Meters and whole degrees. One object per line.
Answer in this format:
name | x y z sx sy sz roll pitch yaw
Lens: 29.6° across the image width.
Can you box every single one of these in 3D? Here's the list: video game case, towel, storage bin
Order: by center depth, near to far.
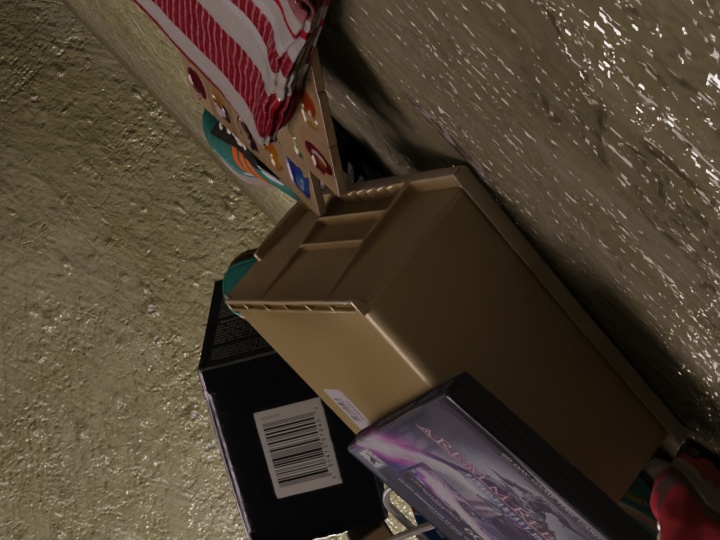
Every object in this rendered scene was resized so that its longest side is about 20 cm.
towel | -0.078 -0.145 0.657 0.144 0.023 0.200 47 163 4
video game case | 0.072 0.121 0.705 0.143 0.019 0.200 41 161 -1
storage bin | 0.043 0.052 0.778 0.200 0.094 0.198 47 160 -19

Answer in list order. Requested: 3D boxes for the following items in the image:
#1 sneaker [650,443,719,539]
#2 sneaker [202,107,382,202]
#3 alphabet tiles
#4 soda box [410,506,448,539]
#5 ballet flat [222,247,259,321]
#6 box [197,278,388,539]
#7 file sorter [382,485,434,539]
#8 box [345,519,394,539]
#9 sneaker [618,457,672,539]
sneaker | 0.179 0.151 0.720 0.074 0.087 0.200 47 177 -2
sneaker | -0.056 -0.095 0.980 0.199 0.072 0.080 33 168 40
alphabet tiles | -0.068 -0.127 0.760 0.200 0.007 0.169 43 154 44
soda box | 0.071 0.181 1.102 0.068 0.063 0.201 68 180 -46
ballet flat | 0.000 0.000 0.922 0.072 0.198 0.069 -6 -96 -58
box | -0.049 0.091 1.026 0.200 0.103 0.150 -99 -5 -73
file sorter | 0.092 0.168 0.943 0.139 0.124 0.201 48 -150 -33
box | 0.050 0.265 1.017 0.201 0.032 0.121 59 175 -7
sneaker | 0.196 0.207 0.831 0.201 0.079 0.078 -120 11 -47
